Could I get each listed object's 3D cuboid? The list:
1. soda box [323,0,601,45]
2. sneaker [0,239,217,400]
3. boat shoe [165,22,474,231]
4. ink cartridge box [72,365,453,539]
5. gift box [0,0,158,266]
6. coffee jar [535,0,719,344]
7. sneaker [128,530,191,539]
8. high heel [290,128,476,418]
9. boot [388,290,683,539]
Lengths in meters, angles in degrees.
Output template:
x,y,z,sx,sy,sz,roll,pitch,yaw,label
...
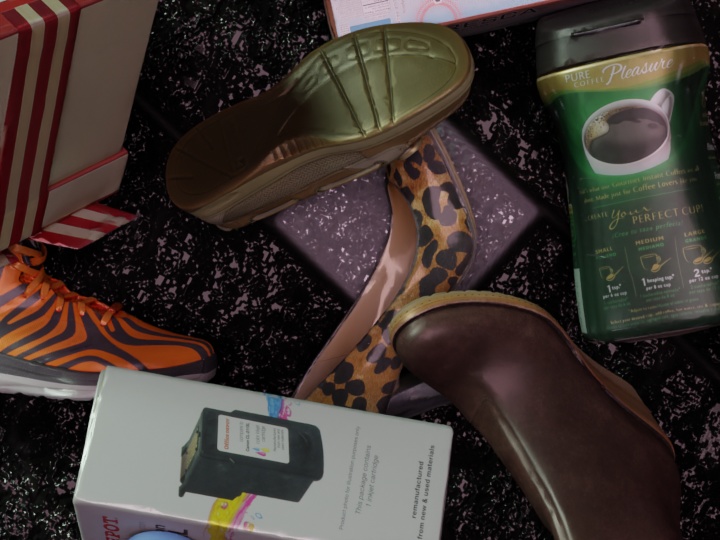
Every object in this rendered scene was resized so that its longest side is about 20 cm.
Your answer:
x,y,z,sx,sy,sz,roll,pitch,yaw,label
0.075,-0.179,0.898,0.198,0.068,0.064,-11,90,0,soda box
-0.183,0.017,0.894,0.198,0.078,0.113,3,92,-1,sneaker
-0.018,-0.079,0.873,0.199,0.063,0.074,-27,59,19,boat shoe
-0.057,0.136,0.855,0.198,0.146,0.084,10,62,0,ink cartridge box
-0.215,-0.110,0.814,0.199,0.188,0.185,-26,62,-41,gift box
0.167,-0.063,0.889,0.103,0.085,0.202,-10,91,18,coffee jar
-0.105,0.238,0.817,0.069,0.078,0.202,1,124,5,sneaker
0.000,0.000,0.896,0.141,0.071,0.202,-17,100,-7,high heel
0.109,0.105,0.833,0.199,0.167,0.072,24,127,-28,boot
